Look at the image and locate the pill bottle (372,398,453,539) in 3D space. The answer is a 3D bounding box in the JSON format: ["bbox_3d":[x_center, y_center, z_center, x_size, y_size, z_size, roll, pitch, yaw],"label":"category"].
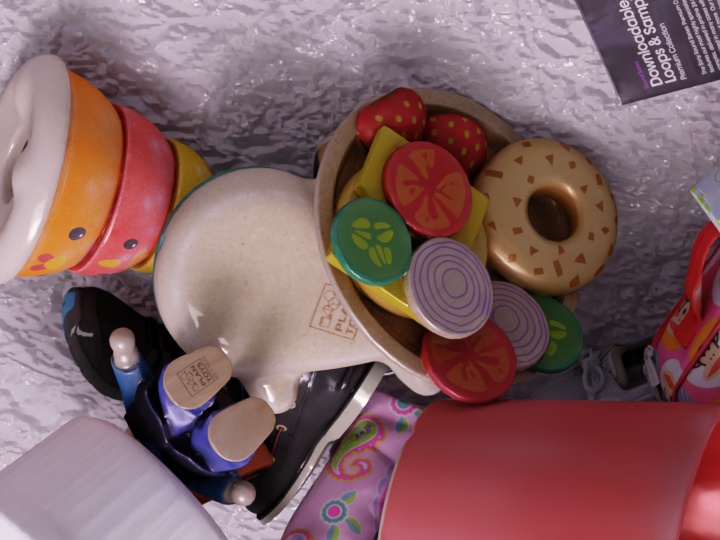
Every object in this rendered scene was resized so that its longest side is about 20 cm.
[{"bbox_3d":[0.062,0.194,1.408,0.113,0.201,0.114,26,159,11],"label":"pill bottle"}]

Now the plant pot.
[{"bbox_3d":[0.114,0.161,1.263,0.176,0.201,0.201,10,134,21],"label":"plant pot"}]

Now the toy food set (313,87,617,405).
[{"bbox_3d":[0.060,-0.018,1.296,0.199,0.199,0.049,33,147,-19],"label":"toy food set"}]

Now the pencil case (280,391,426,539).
[{"bbox_3d":[-0.009,0.176,1.473,0.087,0.201,0.088,26,155,13],"label":"pencil case"}]

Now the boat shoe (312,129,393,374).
[{"bbox_3d":[0.000,0.000,1.415,0.074,0.062,0.201,1,132,8],"label":"boat shoe"}]

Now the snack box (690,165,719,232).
[{"bbox_3d":[0.310,-0.051,1.230,0.200,0.053,0.142,-38,117,6],"label":"snack box"}]

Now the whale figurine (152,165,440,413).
[{"bbox_3d":[-0.032,0.010,1.337,0.199,0.104,0.160,17,98,-16],"label":"whale figurine"}]

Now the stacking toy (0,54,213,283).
[{"bbox_3d":[-0.140,-0.046,1.380,0.199,0.147,0.146,14,135,-24],"label":"stacking toy"}]

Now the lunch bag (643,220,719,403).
[{"bbox_3d":[0.274,0.027,1.329,0.176,0.082,0.201,31,104,-17],"label":"lunch bag"}]

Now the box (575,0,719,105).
[{"bbox_3d":[0.217,-0.181,1.228,0.199,0.036,0.143,-14,128,21],"label":"box"}]

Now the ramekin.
[{"bbox_3d":[-0.156,0.189,1.372,0.200,0.098,0.201,40,157,21],"label":"ramekin"}]

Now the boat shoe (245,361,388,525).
[{"bbox_3d":[-0.043,0.102,1.461,0.063,0.074,0.202,30,138,-2],"label":"boat shoe"}]

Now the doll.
[{"bbox_3d":[-0.111,0.092,1.326,0.137,0.048,0.200,50,158,0],"label":"doll"}]

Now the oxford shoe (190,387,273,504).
[{"bbox_3d":[-0.129,0.130,1.479,0.200,0.071,0.073,-32,81,49],"label":"oxford shoe"}]

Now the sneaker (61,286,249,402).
[{"bbox_3d":[-0.125,0.065,1.498,0.082,0.074,0.200,-28,131,27],"label":"sneaker"}]

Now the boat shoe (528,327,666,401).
[{"bbox_3d":[0.197,0.062,1.426,0.201,0.075,0.065,-19,119,21],"label":"boat shoe"}]
